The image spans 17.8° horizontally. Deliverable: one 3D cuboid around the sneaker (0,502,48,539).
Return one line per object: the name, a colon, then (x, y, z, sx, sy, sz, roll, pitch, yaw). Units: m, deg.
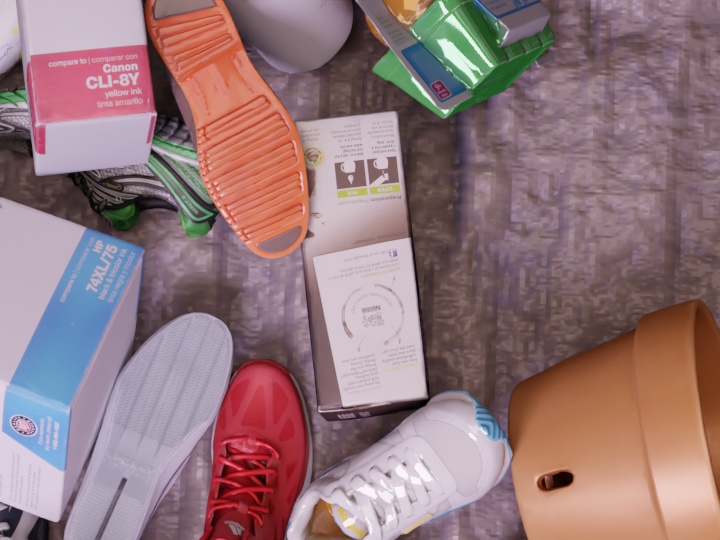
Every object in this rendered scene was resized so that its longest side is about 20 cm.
sneaker: (-0.262, 0.201, 1.580, 0.079, 0.130, 0.201, -1, 83, 0)

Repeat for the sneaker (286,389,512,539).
sneaker: (0.027, 0.147, 1.548, 0.077, 0.200, 0.081, 52, 47, 0)

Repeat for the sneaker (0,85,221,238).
sneaker: (-0.188, -0.079, 1.640, 0.198, 0.078, 0.086, 16, 84, 2)

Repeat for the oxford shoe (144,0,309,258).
oxford shoe: (-0.087, -0.106, 1.557, 0.071, 0.073, 0.202, -21, 97, -5)

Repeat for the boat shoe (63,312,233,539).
boat shoe: (-0.156, 0.121, 1.620, 0.073, 0.067, 0.201, 32, 74, -3)

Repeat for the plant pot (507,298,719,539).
plant pot: (0.185, 0.131, 1.563, 0.139, 0.200, 0.202, -12, 82, 17)

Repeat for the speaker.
speaker: (-0.077, -0.214, 1.590, 0.081, 0.200, 0.082, -9, 65, 21)

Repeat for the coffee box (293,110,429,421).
coffee box: (0.000, 0.000, 1.610, 0.079, 0.113, 0.202, -6, 82, 1)

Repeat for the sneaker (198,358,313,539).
sneaker: (-0.075, 0.158, 1.589, 0.078, 0.116, 0.202, 3, 83, 1)

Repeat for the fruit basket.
fruit basket: (0.043, -0.211, 1.612, 0.094, 0.185, 0.201, -36, 85, 32)

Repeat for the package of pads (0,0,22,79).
package of pads: (-0.266, -0.252, 1.668, 0.154, 0.068, 0.200, 38, 85, 6)

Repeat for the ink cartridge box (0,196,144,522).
ink cartridge box: (-0.268, 0.046, 1.567, 0.198, 0.147, 0.147, 20, 53, 3)

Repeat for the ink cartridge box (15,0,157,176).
ink cartridge box: (-0.190, -0.180, 1.544, 0.083, 0.145, 0.202, -7, 81, -8)
